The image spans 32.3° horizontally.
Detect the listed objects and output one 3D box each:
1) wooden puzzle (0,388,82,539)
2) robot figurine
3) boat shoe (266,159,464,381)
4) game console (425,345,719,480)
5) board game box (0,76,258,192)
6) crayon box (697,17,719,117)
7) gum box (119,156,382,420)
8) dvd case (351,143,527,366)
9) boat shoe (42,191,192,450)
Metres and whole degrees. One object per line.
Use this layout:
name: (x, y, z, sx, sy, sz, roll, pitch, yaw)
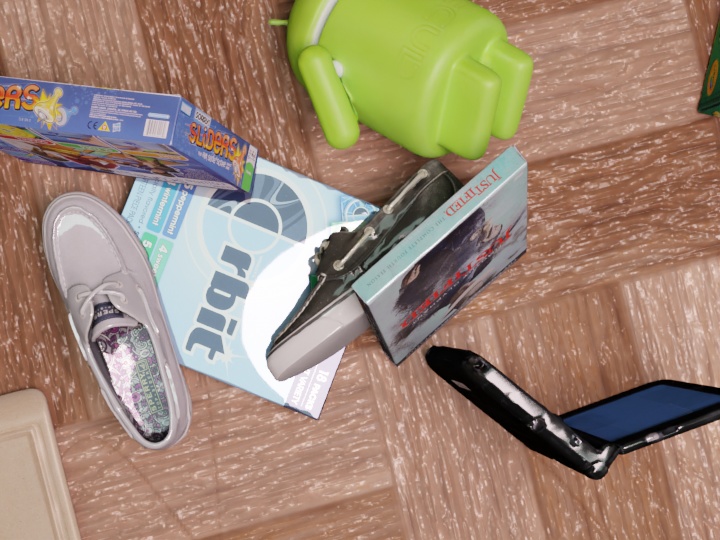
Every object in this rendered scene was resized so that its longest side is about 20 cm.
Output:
wooden puzzle: (-0.307, 0.209, 0.949, 0.183, 0.037, 0.202, -15, 85, -5)
robot figurine: (0.029, -0.161, 0.927, 0.199, 0.117, 0.175, 32, 45, 24)
boat shoe: (0.000, 0.000, 0.923, 0.200, 0.071, 0.064, -41, 78, -4)
game console: (0.157, 0.078, 0.910, 0.175, 0.200, 0.117, 39, 85, -3)
board game box: (-0.188, -0.097, 0.880, 0.198, 0.135, 0.035, 9, 83, 18)
crayon box: (0.358, -0.212, 1.007, 0.117, 0.058, 0.202, 14, 87, -5)
gum box: (-0.094, -0.001, 0.966, 0.198, 0.045, 0.172, 22, 86, -4)
dvd case: (0.064, -0.003, 0.907, 0.146, 0.200, 0.022, -41, 74, -6)
boat shoe: (-0.179, 0.037, 0.901, 0.071, 0.069, 0.202, -17, 91, -5)
